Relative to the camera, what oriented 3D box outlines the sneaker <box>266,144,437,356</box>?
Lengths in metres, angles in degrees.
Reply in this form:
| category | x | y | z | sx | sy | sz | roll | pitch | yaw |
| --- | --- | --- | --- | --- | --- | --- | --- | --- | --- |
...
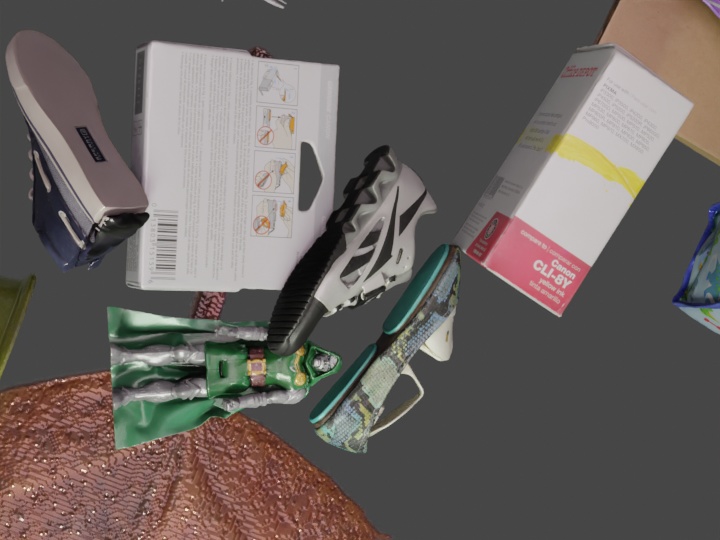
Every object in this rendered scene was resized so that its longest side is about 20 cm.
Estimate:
| category | x | y | z | sx | sy | sz | roll | pitch | yaw |
| --- | --- | --- | --- | --- | --- | --- | --- | --- | --- |
| sneaker | 0.000 | 0.000 | 1.121 | 0.088 | 0.074 | 0.201 | 39 | 76 | -21 |

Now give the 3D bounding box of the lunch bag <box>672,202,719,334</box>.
| category | x | y | z | sx | sy | sz | roll | pitch | yaw |
| --- | --- | --- | --- | --- | --- | --- | --- | --- | --- |
| lunch bag | 0.384 | 0.016 | 1.117 | 0.168 | 0.200 | 0.129 | 23 | 89 | -7 |

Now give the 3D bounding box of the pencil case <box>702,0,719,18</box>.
| category | x | y | z | sx | sy | sz | roll | pitch | yaw |
| --- | --- | --- | --- | --- | --- | --- | --- | --- | --- |
| pencil case | 0.369 | -0.300 | 1.149 | 0.084 | 0.085 | 0.200 | 43 | 75 | -3 |

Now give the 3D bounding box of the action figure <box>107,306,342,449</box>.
| category | x | y | z | sx | sy | sz | roll | pitch | yaw |
| --- | --- | --- | --- | --- | --- | --- | --- | --- | --- |
| action figure | -0.112 | 0.083 | 1.128 | 0.197 | 0.055 | 0.120 | -4 | 89 | -12 |

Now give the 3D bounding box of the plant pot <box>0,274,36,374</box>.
| category | x | y | z | sx | sy | sz | roll | pitch | yaw |
| --- | --- | --- | --- | --- | --- | --- | --- | --- | --- |
| plant pot | -0.369 | 0.063 | 0.999 | 0.188 | 0.200 | 0.203 | 22 | 89 | -15 |

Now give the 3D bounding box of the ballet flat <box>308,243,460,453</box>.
| category | x | y | z | sx | sy | sz | roll | pitch | yaw |
| --- | --- | --- | --- | --- | --- | --- | --- | --- | --- |
| ballet flat | 0.038 | 0.072 | 1.141 | 0.074 | 0.074 | 0.201 | 37 | 96 | -7 |

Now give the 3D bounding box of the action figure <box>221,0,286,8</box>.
| category | x | y | z | sx | sy | sz | roll | pitch | yaw |
| --- | --- | --- | --- | --- | --- | --- | --- | --- | --- |
| action figure | -0.065 | -0.307 | 1.117 | 0.130 | 0.069 | 0.201 | 40 | 90 | -14 |

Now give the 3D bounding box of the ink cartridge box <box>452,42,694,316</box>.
| category | x | y | z | sx | sy | sz | roll | pitch | yaw |
| --- | --- | --- | --- | --- | --- | --- | --- | --- | --- |
| ink cartridge box | 0.172 | -0.078 | 1.102 | 0.083 | 0.145 | 0.202 | 31 | 94 | -8 |

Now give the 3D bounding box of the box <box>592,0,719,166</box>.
| category | x | y | z | sx | sy | sz | roll | pitch | yaw |
| --- | --- | --- | --- | --- | --- | --- | --- | --- | --- |
| box | 0.312 | -0.194 | 1.190 | 0.198 | 0.021 | 0.165 | 28 | 88 | -8 |

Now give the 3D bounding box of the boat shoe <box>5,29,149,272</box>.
| category | x | y | z | sx | sy | sz | roll | pitch | yaw |
| --- | --- | --- | --- | --- | --- | --- | --- | --- | --- |
| boat shoe | -0.252 | -0.093 | 1.093 | 0.093 | 0.074 | 0.202 | -43 | 66 | 34 |

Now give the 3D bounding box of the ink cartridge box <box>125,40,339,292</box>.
| category | x | y | z | sx | sy | sz | roll | pitch | yaw |
| --- | --- | --- | --- | --- | --- | --- | --- | --- | --- |
| ink cartridge box | -0.107 | -0.084 | 1.128 | 0.171 | 0.043 | 0.204 | 2 | 91 | -28 |
